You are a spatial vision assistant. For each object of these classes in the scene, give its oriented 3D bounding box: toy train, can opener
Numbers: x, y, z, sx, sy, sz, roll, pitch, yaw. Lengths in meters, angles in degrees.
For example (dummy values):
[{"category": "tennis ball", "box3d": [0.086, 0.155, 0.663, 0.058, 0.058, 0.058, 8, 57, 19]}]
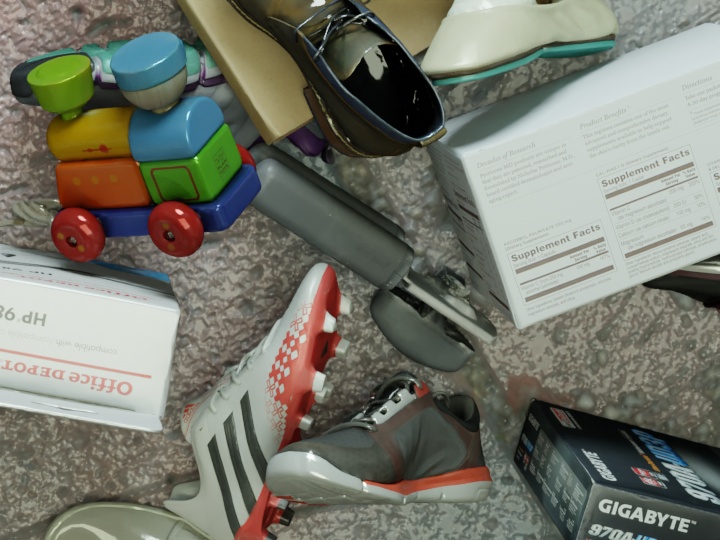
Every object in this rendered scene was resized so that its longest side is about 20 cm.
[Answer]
[{"category": "toy train", "box3d": [-0.165, -0.073, 1.361, 0.199, 0.085, 0.116, -2, 122, 31]}, {"category": "can opener", "box3d": [0.000, 0.000, 1.434, 0.200, 0.053, 0.067, 32, 105, -23]}]

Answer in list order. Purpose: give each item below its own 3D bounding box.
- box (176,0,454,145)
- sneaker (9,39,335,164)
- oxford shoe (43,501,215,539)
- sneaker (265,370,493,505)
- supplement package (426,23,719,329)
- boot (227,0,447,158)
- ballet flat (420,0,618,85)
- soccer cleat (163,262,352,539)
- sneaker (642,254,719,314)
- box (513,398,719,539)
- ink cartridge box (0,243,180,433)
[{"category": "box", "box3d": [-0.041, -0.199, 1.394, 0.163, 0.021, 0.200, -33, 91, -18]}, {"category": "sneaker", "box3d": [-0.110, -0.095, 1.413, 0.199, 0.074, 0.088, -4, 104, -7]}, {"category": "oxford shoe", "box3d": [-0.105, 0.203, 1.464, 0.199, 0.058, 0.075, 27, 96, -9]}, {"category": "sneaker", "box3d": [0.009, 0.102, 1.422, 0.077, 0.200, 0.082, -3, 84, 32]}, {"category": "supplement package", "box3d": [0.155, -0.062, 1.408, 0.199, 0.156, 0.111, -20, 101, -4]}, {"category": "boot", "box3d": [-0.017, -0.149, 1.313, 0.075, 0.097, 0.200, -41, 111, -16]}, {"category": "ballet flat", "box3d": [0.090, -0.151, 1.384, 0.069, 0.200, 0.070, 6, 103, 29]}, {"category": "soccer cleat", "box3d": [-0.065, 0.081, 1.430, 0.085, 0.069, 0.201, 21, 115, 8]}, {"category": "sneaker", "box3d": [0.266, 0.043, 1.481, 0.199, 0.076, 0.116, 5, 101, -9]}, {"category": "box", "box3d": [0.189, 0.140, 1.420, 0.158, 0.200, 0.046, 15, 99, -8]}, {"category": "ink cartridge box", "box3d": [-0.167, 0.036, 1.358, 0.115, 0.200, 0.067, 10, 96, -9]}]
